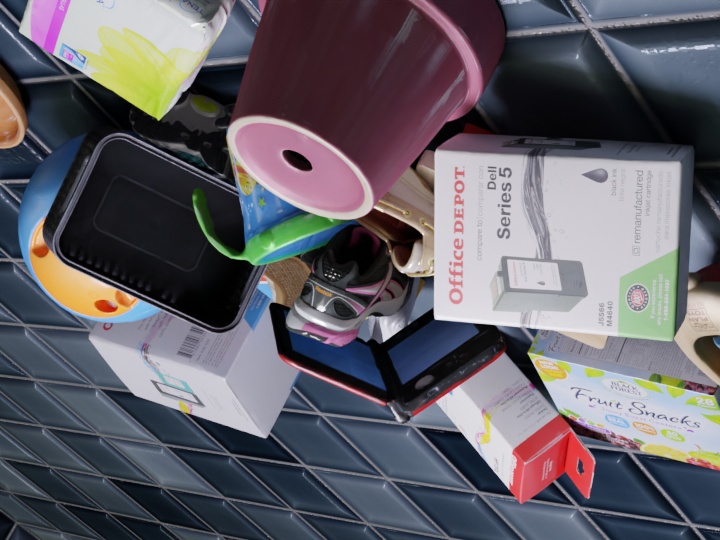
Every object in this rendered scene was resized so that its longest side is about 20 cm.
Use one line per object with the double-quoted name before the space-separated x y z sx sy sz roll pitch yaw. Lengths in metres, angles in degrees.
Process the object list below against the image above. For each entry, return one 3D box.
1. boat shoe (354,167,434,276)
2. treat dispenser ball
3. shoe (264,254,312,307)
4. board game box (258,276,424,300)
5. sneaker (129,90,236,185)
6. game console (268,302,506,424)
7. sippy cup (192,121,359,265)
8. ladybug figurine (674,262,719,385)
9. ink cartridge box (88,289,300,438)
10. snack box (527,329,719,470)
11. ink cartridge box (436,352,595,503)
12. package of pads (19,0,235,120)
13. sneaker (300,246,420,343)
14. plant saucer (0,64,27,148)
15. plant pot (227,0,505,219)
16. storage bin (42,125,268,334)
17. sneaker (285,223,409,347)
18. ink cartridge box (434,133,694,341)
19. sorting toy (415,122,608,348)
"boat shoe" 0.050 -0.029 1.446 0.200 0.069 0.074 37 154 -19
"treat dispenser ball" -0.256 -0.046 1.746 0.200 0.202 0.201 23 155 11
"shoe" -0.063 0.007 1.740 0.069 0.054 0.200 -11 152 5
"board game box" -0.047 -0.004 1.800 0.153 0.040 0.200 39 153 -23
"sneaker" -0.130 -0.125 1.637 0.199 0.078 0.080 26 172 21
"game console" 0.021 0.050 1.533 0.119 0.172 0.200 55 -177 -14
"sippy cup" -0.058 -0.088 1.516 0.131 0.177 0.140 69 156 5
"ladybug figurine" 0.349 0.056 1.467 0.200 0.072 0.135 42 153 -30
"ink cartridge box" -0.185 0.079 1.979 0.199 0.147 0.146 15 154 28
"snack box" 0.285 0.119 1.661 0.199 0.068 0.169 11 152 31
"ink cartridge box" 0.161 0.166 1.785 0.200 0.067 0.116 49 165 25
"package of pads" -0.193 -0.216 1.388 0.154 0.068 0.200 32 156 -6
"sneaker" 0.000 0.000 1.674 0.113 0.076 0.201 14 136 9
"plant saucer" -0.446 -0.209 1.823 0.199 0.038 0.200 24 156 11
"plant pot" -0.009 -0.148 1.314 0.199 0.180 0.200 22 156 11
"storage bin" -0.191 -0.040 1.612 0.199 0.136 0.094 26 180 -20
"sneaker" 0.004 -0.004 1.494 0.080 0.200 0.087 24 115 6
"ink cartridge box" 0.162 -0.030 1.349 0.199 0.084 0.147 4 104 18
"sorting toy" 0.150 -0.035 1.500 0.199 0.070 0.199 23 155 11
